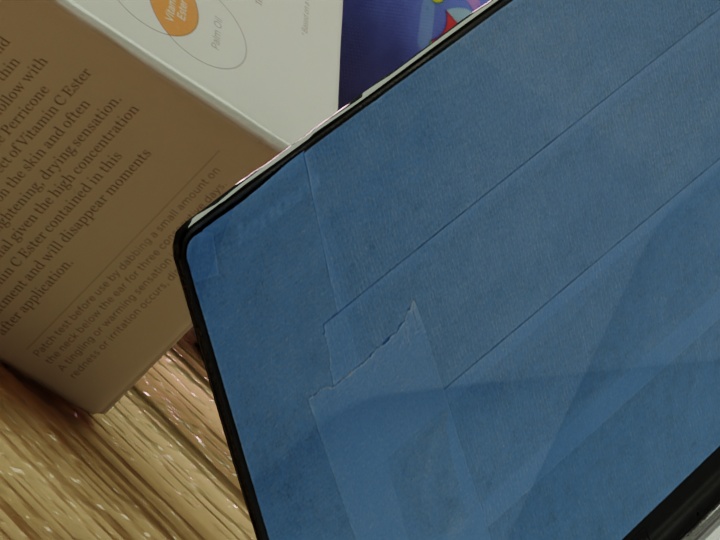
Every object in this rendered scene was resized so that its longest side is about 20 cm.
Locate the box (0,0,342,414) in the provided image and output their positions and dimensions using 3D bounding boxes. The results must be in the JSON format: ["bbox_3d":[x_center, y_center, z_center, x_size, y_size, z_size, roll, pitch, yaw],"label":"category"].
[{"bbox_3d":[-0.109,-0.079,0.678,0.199,0.097,0.125,34,32,-22],"label":"box"}]

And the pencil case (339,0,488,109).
[{"bbox_3d":[-0.016,-0.090,0.816,0.200,0.087,0.078,41,-6,-36],"label":"pencil case"}]

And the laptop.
[{"bbox_3d":[0.087,0.046,0.532,0.200,0.116,0.187,39,51,17],"label":"laptop"}]

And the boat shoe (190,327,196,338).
[{"bbox_3d":[0.045,0.047,0.850,0.200,0.066,0.070,37,8,4],"label":"boat shoe"}]
